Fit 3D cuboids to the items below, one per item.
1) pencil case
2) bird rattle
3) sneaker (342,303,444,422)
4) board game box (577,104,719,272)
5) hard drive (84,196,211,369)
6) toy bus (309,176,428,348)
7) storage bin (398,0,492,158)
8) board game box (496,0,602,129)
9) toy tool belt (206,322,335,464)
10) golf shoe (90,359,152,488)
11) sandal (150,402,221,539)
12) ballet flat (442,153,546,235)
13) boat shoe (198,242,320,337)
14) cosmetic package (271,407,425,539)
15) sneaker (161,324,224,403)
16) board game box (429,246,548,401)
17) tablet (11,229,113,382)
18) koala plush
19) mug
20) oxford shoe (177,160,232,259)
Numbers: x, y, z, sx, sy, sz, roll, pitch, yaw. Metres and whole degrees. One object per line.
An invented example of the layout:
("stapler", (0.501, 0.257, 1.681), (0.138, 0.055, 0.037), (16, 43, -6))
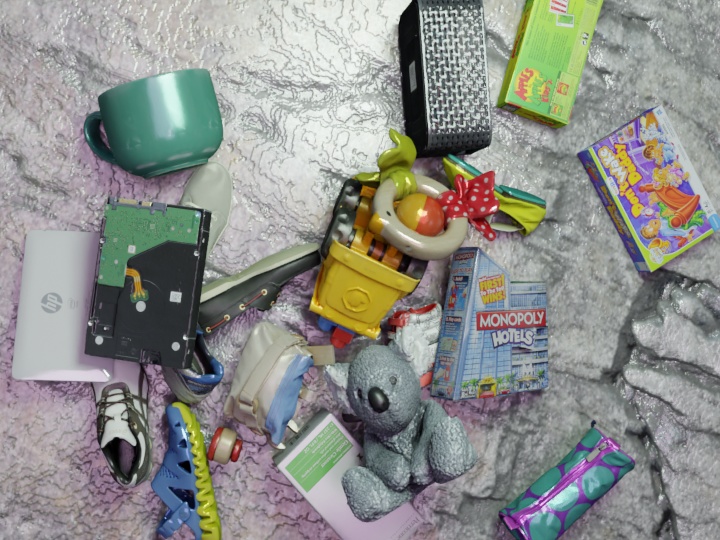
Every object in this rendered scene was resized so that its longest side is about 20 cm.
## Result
("pencil case", (0.292, 0.312, 1.376), (0.199, 0.093, 0.085), (-41, 55, -6))
("bird rattle", (0.083, -0.075, 1.238), (0.198, 0.113, 0.165), (31, 48, -9))
("sneaker", (0.045, 0.122, 1.347), (0.199, 0.067, 0.110), (-27, 98, -13))
("board game box", (0.426, -0.119, 1.422), (0.133, 0.045, 0.202), (-30, 95, -8))
("hard drive", (-0.269, 0.015, 1.229), (0.137, 0.038, 0.205), (6, 89, 8))
("toy bus", (0.000, 0.000, 1.309), (0.134, 0.201, 0.194), (23, 122, -8))
("storage bin", (0.113, -0.262, 1.324), (0.092, 0.135, 0.205), (-5, 91, -9))
("board game box", (0.274, -0.320, 1.396), (0.100, 0.048, 0.204), (17, 87, -8))
("toy tool belt", (-0.117, 0.178, 1.296), (0.121, 0.125, 0.204), (20, 87, 0))
("golf shoe", (-0.314, 0.187, 1.277), (0.076, 0.094, 0.204), (-14, 91, -8))
("sandal", (-0.242, 0.280, 1.299), (0.085, 0.079, 0.205), (-9, 90, -5))
("ballet flat", (0.181, -0.097, 1.349), (0.198, 0.067, 0.068), (20, 107, -35))
("boat shoe", (-0.140, 0.023, 1.317), (0.199, 0.074, 0.064), (-27, 101, -6))
("cosmetic package", (-0.018, 0.300, 1.330), (0.108, 0.085, 0.200), (-44, 95, -10))
("sneaker", (-0.250, 0.080, 1.281), (0.201, 0.085, 0.077), (50, 47, -12))
("board game box", (0.189, 0.069, 1.342), (0.197, 0.061, 0.205), (-2, 91, -31))
("tablet", (-0.385, 0.045, 1.276), (0.127, 0.014, 0.204), (3, 72, -9))
("koala plush", (0.044, 0.187, 1.244), (0.175, 0.183, 0.203), (-30, 80, 13))
("mug", (-0.262, -0.184, 1.269), (0.150, 0.184, 0.117), (-18, 96, -33))
("oxford shoe", (-0.220, -0.058, 1.296), (0.074, 0.058, 0.203), (22, 70, -6))
